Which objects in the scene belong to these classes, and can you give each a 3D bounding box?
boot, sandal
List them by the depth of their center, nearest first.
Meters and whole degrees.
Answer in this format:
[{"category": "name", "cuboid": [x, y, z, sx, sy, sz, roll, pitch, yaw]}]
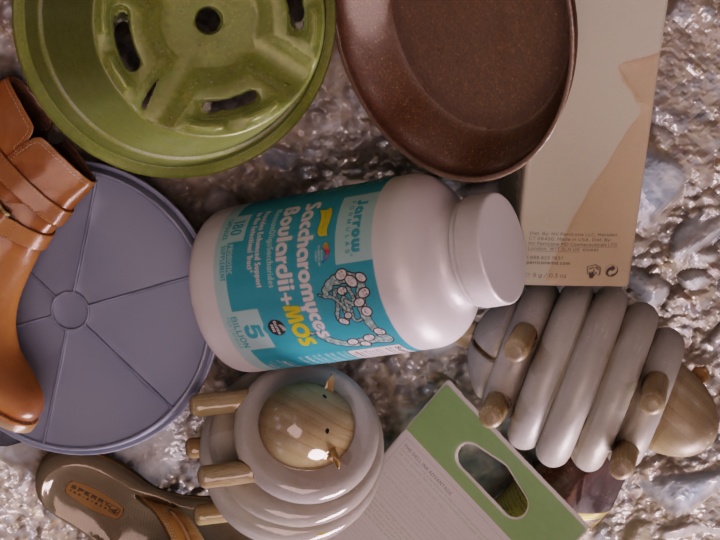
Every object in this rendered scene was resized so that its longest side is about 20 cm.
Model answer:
[{"category": "boot", "cuboid": [-0.225, -0.011, 1.137, 0.155, 0.077, 0.200, -36, 85, 10]}, {"category": "sandal", "cuboid": [-0.143, 0.190, 1.266, 0.200, 0.054, 0.080, 25, 112, -5]}]

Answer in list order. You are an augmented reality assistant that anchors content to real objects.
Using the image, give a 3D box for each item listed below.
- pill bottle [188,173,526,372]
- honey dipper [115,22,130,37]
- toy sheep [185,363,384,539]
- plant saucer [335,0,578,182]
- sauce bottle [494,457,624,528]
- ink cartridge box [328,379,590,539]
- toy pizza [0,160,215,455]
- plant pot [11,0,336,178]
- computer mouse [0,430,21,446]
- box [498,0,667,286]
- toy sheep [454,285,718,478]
[{"category": "pill bottle", "cuboid": [0.000, 0.000, 1.120, 0.200, 0.111, 0.111, -10, 120, 28]}, {"category": "honey dipper", "cuboid": [-0.203, -0.188, 1.089, 0.200, 0.038, 0.038, 23, 114, -13]}, {"category": "toy sheep", "cuboid": [-0.050, 0.126, 1.204, 0.138, 0.138, 0.200, 6, 160, -6]}, {"category": "plant saucer", "cuboid": [0.061, -0.154, 1.062, 0.037, 0.200, 0.200, -22, 126, -39]}, {"category": "sauce bottle", "cuboid": [0.143, 0.163, 1.269, 0.066, 0.066, 0.200, 35, 113, -18]}, {"category": "ink cartridge box", "cuboid": [0.056, 0.192, 1.251, 0.146, 0.048, 0.200, 46, 111, 15]}, {"category": "toy pizza", "cuboid": [-0.189, 0.024, 1.184, 0.200, 0.032, 0.200, 1, 100, 9]}, {"category": "plant pot", "cuboid": [-0.096, -0.141, 0.999, 0.200, 0.190, 0.200, -2, 100, -10]}, {"category": "computer mouse", "cuboid": [-0.195, 0.061, 1.220, 0.200, 0.034, 0.059, -38, 112, 15]}, {"category": "box", "cuboid": [0.136, -0.098, 1.119, 0.078, 0.095, 0.200, 1, 119, -4]}, {"category": "toy sheep", "cuboid": [0.140, 0.068, 1.165, 0.200, 0.138, 0.138, 25, 115, 6]}]
